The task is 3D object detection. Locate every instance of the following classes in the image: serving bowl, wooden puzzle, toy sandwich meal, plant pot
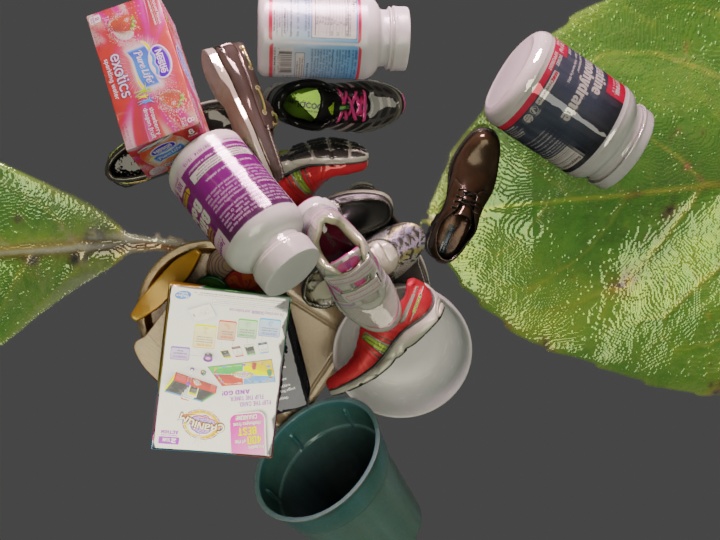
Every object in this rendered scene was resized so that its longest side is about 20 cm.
[{"bbox_3d":[0.057,0.106,1.404,0.197,0.066,0.203,-1,111,-3],"label":"serving bowl"},{"bbox_3d":[-0.122,0.108,1.428,0.184,0.037,0.201,32,94,-12],"label":"wooden puzzle"},{"bbox_3d":[-0.201,0.062,1.250,0.202,0.070,0.208,0,97,-2],"label":"toy sandwich meal"},{"bbox_3d":[-0.018,0.321,1.400,0.199,0.201,0.197,-32,124,3],"label":"plant pot"}]

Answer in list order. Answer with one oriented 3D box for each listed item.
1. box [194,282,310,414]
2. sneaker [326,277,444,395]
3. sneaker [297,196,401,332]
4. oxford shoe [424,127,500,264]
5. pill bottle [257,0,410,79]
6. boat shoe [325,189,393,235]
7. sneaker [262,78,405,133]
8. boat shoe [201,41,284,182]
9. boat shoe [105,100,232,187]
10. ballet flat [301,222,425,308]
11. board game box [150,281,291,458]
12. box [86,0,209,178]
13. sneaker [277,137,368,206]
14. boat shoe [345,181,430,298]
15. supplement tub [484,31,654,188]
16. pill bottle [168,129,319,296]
[{"bbox_3d":[-0.163,0.098,1.345,0.146,0.107,0.203,-14,98,0],"label":"box"},{"bbox_3d":[0.022,0.088,1.335,0.200,0.077,0.085,-42,87,7],"label":"sneaker"},{"bbox_3d":[-0.015,0.000,1.249,0.081,0.088,0.201,-38,103,-2],"label":"sneaker"},{"bbox_3d":[0.152,-0.101,1.377,0.072,0.084,0.202,16,100,-8],"label":"oxford shoe"},{"bbox_3d":[-0.037,-0.308,1.294,0.197,0.109,0.110,1,104,-6],"label":"pill bottle"},{"bbox_3d":[-0.049,-0.057,1.316,0.197,0.068,0.073,-12,117,-5],"label":"boat shoe"},{"bbox_3d":[-0.035,-0.221,1.326,0.197,0.088,0.075,2,104,-7],"label":"sneaker"},{"bbox_3d":[-0.142,-0.205,1.283,0.059,0.072,0.202,-23,82,-22],"label":"boat shoe"},{"bbox_3d":[-0.249,-0.169,1.322,0.199,0.061,0.072,-26,102,1],"label":"boat shoe"},{"bbox_3d":[0.000,0.000,1.344,0.199,0.072,0.072,-28,106,23],"label":"ballet flat"},{"bbox_3d":[-0.172,0.122,1.209,0.151,0.040,0.203,7,92,-14],"label":"board game box"},{"bbox_3d":[-0.266,-0.236,1.252,0.099,0.096,0.202,-19,73,-1],"label":"box"},{"bbox_3d":[-0.081,-0.125,1.353,0.197,0.077,0.086,-12,116,7],"label":"sneaker"},{"bbox_3d":[0.040,-0.030,1.394,0.071,0.061,0.202,-31,105,2],"label":"boat shoe"},{"bbox_3d":[0.281,-0.215,1.332,0.199,0.140,0.141,30,99,-12],"label":"supplement tub"},{"bbox_3d":[-0.141,-0.069,1.211,0.112,0.112,0.200,-42,70,6],"label":"pill bottle"}]
